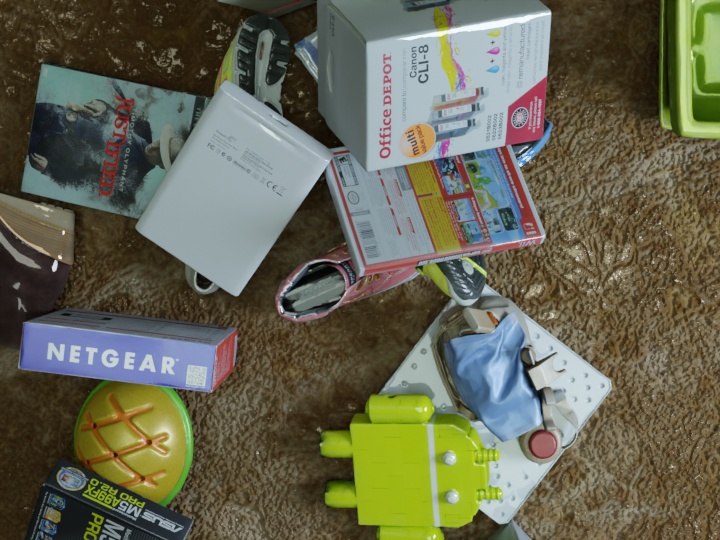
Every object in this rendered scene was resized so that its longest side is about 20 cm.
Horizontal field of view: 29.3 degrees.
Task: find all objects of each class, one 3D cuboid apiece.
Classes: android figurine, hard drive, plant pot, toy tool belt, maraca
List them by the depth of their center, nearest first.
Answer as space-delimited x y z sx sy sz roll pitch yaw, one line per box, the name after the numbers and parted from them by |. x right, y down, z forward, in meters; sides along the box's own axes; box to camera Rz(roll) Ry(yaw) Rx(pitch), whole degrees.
0.404 -0.233 1.412 0.198 0.181 0.201 0 93 1 | plant pot
-0.132 -0.081 1.414 0.132 0.026 0.200 34 123 -5 | hard drive
0.155 0.123 1.446 0.124 0.123 0.201 -29 92 4 | toy tool belt
-0.250 0.209 1.498 0.136 0.107 0.201 14 100 15 | maraca
0.055 0.219 1.500 0.199 0.041 0.183 1 108 14 | android figurine

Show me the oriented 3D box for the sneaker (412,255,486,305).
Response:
0.056 -0.038 1.437 0.076 0.075 0.200 -50 64 31 | sneaker

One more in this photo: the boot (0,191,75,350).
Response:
-0.418 -0.009 1.505 0.199 0.072 0.167 16 92 -3 | boot

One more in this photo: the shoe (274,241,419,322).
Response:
0.000 0.000 1.484 0.199 0.091 0.072 -25 93 3 | shoe

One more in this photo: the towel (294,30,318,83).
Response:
0.046 -0.243 1.501 0.200 0.024 0.147 -36 93 3 | towel

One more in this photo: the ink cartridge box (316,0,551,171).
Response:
0.069 -0.207 1.389 0.199 0.145 0.146 -12 126 -17 | ink cartridge box

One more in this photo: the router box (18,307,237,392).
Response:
-0.239 0.081 1.453 0.199 0.180 0.049 7 93 2 | router box

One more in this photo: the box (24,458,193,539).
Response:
-0.284 0.313 1.489 0.160 0.044 0.201 26 126 0 | box

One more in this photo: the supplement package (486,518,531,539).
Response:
0.193 0.391 1.490 0.121 0.120 0.200 -44 92 2 | supplement package

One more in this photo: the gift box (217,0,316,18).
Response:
-0.051 -0.363 1.412 0.199 0.187 0.186 -11 92 17 | gift box

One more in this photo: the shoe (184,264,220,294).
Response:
-0.132 -0.062 1.503 0.070 0.053 0.201 26 94 0 | shoe

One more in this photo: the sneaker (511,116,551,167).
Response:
0.109 -0.132 1.482 0.199 0.071 0.083 -16 99 6 | sneaker

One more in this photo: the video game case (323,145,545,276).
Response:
0.072 -0.074 1.394 0.199 0.017 0.144 -10 63 -15 | video game case

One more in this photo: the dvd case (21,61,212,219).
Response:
-0.266 -0.135 1.493 0.199 0.022 0.147 14 97 13 | dvd case

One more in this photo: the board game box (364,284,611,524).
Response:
0.140 0.142 1.522 0.200 0.026 0.200 37 94 -1 | board game box

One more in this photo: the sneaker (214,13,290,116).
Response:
-0.125 -0.168 1.476 0.078 0.090 0.201 17 82 -21 | sneaker
